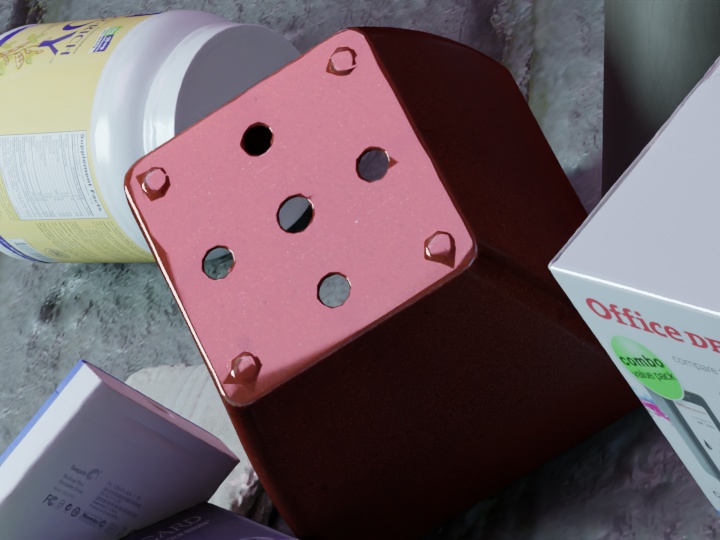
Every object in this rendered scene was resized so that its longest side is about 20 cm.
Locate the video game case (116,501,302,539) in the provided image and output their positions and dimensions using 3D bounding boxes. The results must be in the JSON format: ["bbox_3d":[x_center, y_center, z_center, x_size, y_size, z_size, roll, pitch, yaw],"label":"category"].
[{"bbox_3d":[-0.070,0.159,1.305,0.142,0.019,0.199,-22,21,-33],"label":"video game case"}]

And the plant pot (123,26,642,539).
[{"bbox_3d":[0.000,0.000,1.354,0.199,0.176,0.201,-32,66,9],"label":"plant pot"}]

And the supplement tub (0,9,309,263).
[{"bbox_3d":[-0.132,-0.077,1.683,0.199,0.146,0.146,-1,47,43],"label":"supplement tub"}]

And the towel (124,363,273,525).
[{"bbox_3d":[-0.100,0.126,1.500,0.132,0.035,0.201,-7,44,36],"label":"towel"}]

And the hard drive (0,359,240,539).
[{"bbox_3d":[-0.158,0.145,1.382,0.200,0.132,0.025,-50,56,3],"label":"hard drive"}]

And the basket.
[{"bbox_3d":[0.173,-0.091,1.326,0.135,0.201,0.181,1,30,0],"label":"basket"}]

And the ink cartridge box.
[{"bbox_3d":[0.208,0.025,1.171,0.146,0.200,0.146,-49,33,-18],"label":"ink cartridge box"}]
